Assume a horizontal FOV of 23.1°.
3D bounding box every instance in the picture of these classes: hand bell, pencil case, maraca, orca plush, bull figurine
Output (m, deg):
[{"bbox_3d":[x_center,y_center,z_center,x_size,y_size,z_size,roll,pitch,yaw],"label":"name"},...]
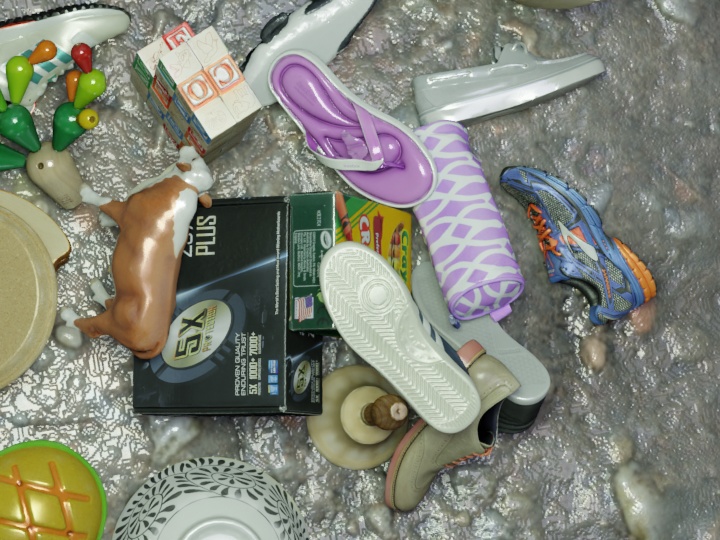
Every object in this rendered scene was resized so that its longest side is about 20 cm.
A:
[{"bbox_3d":[0.014,0.135,1.652,0.103,0.200,0.105,1,84,-10],"label":"hand bell"},{"bbox_3d":[0.098,-0.048,1.710,0.084,0.085,0.201,-27,64,20],"label":"pencil case"},{"bbox_3d":[-0.323,0.248,1.625,0.137,0.107,0.200,45,79,-5],"label":"maraca"},{"bbox_3d":[-0.057,-0.249,1.745,0.105,0.071,0.200,22,112,-42],"label":"orca plush"},{"bbox_3d":[-0.203,-0.022,1.621,0.121,0.065,0.201,9,85,30],"label":"bull figurine"}]

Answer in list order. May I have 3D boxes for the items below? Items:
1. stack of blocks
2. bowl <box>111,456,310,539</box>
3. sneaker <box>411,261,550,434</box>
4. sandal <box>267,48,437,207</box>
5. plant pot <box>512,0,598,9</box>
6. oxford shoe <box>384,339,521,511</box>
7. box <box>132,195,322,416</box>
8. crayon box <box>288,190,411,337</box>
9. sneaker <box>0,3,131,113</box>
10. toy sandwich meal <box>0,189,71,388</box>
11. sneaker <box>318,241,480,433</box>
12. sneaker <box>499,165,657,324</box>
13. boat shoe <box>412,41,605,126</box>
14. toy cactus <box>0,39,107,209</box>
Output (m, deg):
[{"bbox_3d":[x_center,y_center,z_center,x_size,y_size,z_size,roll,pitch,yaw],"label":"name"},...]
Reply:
[{"bbox_3d":[-0.157,-0.169,1.655,0.058,0.200,0.116,-34,91,-12],"label":"stack of blocks"},{"bbox_3d":[-0.137,0.278,1.663,0.199,0.094,0.202,1,84,-10],"label":"bowl"},{"bbox_3d":[0.110,0.083,1.745,0.070,0.099,0.200,-28,58,-21],"label":"sneaker"},{"bbox_3d":[-0.017,-0.129,1.688,0.202,0.050,0.083,40,115,10],"label":"sandal"},{"bbox_3d":[0.150,-0.366,1.744,0.199,0.177,0.201,19,80,-7],"label":"plant pot"},{"bbox_3d":[0.085,0.164,1.672,0.075,0.070,0.201,36,123,16],"label":"oxford shoe"},{"bbox_3d":[-0.123,0.036,1.659,0.163,0.086,0.202,-2,83,24],"label":"box"},{"bbox_3d":[0.000,0.000,1.672,0.050,0.200,0.128,-3,84,25],"label":"crayon box"},{"bbox_3d":[-0.314,-0.199,1.706,0.199,0.070,0.094,-16,104,-14],"label":"sneaker"},{"bbox_3d":[-0.365,0.021,1.649,0.204,0.070,0.207,-1,84,6],"label":"toy sandwich meal"},{"bbox_3d":[0.030,0.059,1.585,0.075,0.085,0.201,-35,98,2],"label":"sneaker"},{"bbox_3d":[0.210,-0.027,1.772,0.078,0.075,0.200,-44,91,-8],"label":"sneaker"},{"bbox_3d":[0.148,-0.196,1.786,0.199,0.072,0.069,-17,87,-3],"label":"boat shoe"},{"bbox_3d":[-0.308,-0.121,1.653,0.199,0.103,0.165,-29,129,7],"label":"toy cactus"}]
